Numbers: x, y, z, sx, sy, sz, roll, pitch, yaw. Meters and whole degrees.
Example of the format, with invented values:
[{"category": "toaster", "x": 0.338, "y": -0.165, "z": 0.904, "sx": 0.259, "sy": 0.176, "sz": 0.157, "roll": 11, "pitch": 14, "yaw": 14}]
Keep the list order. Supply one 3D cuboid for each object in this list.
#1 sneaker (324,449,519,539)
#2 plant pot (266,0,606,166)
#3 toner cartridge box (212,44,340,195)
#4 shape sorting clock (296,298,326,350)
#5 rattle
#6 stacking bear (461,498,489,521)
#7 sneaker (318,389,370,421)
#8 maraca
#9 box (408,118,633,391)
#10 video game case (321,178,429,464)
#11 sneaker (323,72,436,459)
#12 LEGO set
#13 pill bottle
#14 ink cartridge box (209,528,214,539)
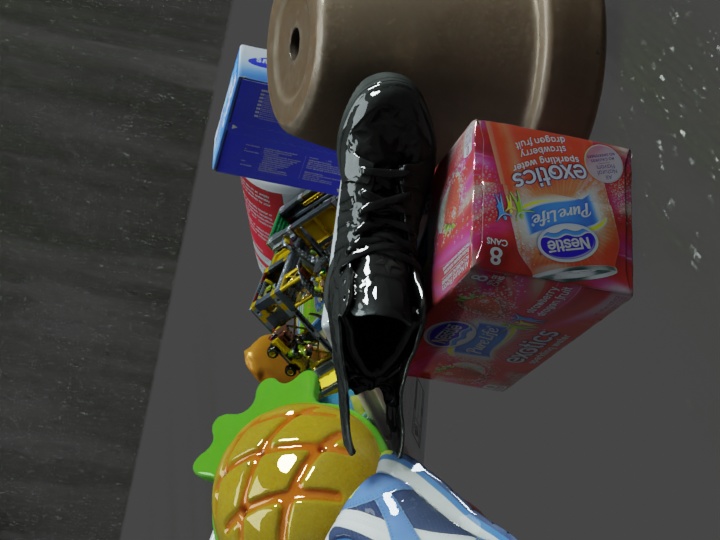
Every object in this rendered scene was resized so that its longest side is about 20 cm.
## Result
[{"category": "sneaker", "x": 0.053, "y": 0.178, "z": 0.749, "sx": 0.200, "sy": 0.082, "sz": 0.074, "roll": 29, "pitch": 155, "yaw": 51}, {"category": "plant pot", "x": 0.037, "y": -0.141, "z": 0.885, "sx": 0.200, "sy": 0.174, "sz": 0.202, "roll": -178, "pitch": 90, "yaw": -69}, {"category": "toner cartridge box", "x": -0.006, "y": -0.104, "z": 1.048, "sx": 0.043, "sy": 0.199, "sz": 0.095, "roll": -92, "pitch": 18, "yaw": -46}, {"category": "shape sorting clock", "x": -0.025, "y": -0.008, "z": 1.405, "sx": 0.200, "sy": 0.039, "sz": 0.201, "roll": -170, "pitch": 90, "yaw": -73}, {"category": "rattle", "x": -0.054, "y": 0.122, "z": 1.244, "sx": 0.200, "sy": 0.142, "sz": 0.131, "roll": 161, "pitch": 100, "yaw": -68}, {"category": "stacking bear", "x": 0.029, "y": 0.235, "z": 0.875, "sx": 0.201, "sy": 0.113, "sz": 0.121, "roll": -68, "pitch": 28, "yaw": 17}, {"category": "sneaker", "x": -0.002, "y": 0.167, "z": 1.011, "sx": 0.200, "sy": 0.079, "sz": 0.131, "roll": -108, "pitch": 0, "yaw": -62}, {"category": "maraca", "x": -0.049, "y": 0.143, "z": 0.949, "sx": 0.107, "sy": 0.137, "sz": 0.200, "roll": 57, "pitch": 175, "yaw": -36}, {"category": "box", "x": 0.079, "y": -0.001, "z": 0.836, "sx": 0.200, "sy": 0.099, "sz": 0.096, "roll": 129, "pitch": 148, "yaw": -64}, {"category": "video game case", "x": 0.018, "y": 0.017, "z": 0.999, "sx": 0.182, "sy": 0.023, "sz": 0.201, "roll": 65, "pitch": -156, "yaw": -45}, {"category": "sneaker", "x": 0.013, "y": -0.002, "z": 0.782, "sx": 0.104, "sy": 0.060, "sz": 0.201, "roll": -107, "pitch": 23, "yaw": -61}, {"category": "LEGO set", "x": 0.000, "y": 0.000, "z": 1.116, "sx": 0.116, "sy": 0.154, "sz": 0.200, "roll": -31, "pitch": 15, "yaw": 28}, {"category": "pill bottle", "x": -0.052, "y": -0.081, "z": 1.237, "sx": 0.201, "sy": 0.111, "sz": 0.113, "roll": 83, "pitch": -177, "yaw": -47}, {"category": "ink cartridge box", "x": -0.097, "y": 0.277, "z": 1.277, "sx": 0.200, "sy": 0.084, "sz": 0.145, "roll": 102, "pitch": -173, "yaw": -59}]
